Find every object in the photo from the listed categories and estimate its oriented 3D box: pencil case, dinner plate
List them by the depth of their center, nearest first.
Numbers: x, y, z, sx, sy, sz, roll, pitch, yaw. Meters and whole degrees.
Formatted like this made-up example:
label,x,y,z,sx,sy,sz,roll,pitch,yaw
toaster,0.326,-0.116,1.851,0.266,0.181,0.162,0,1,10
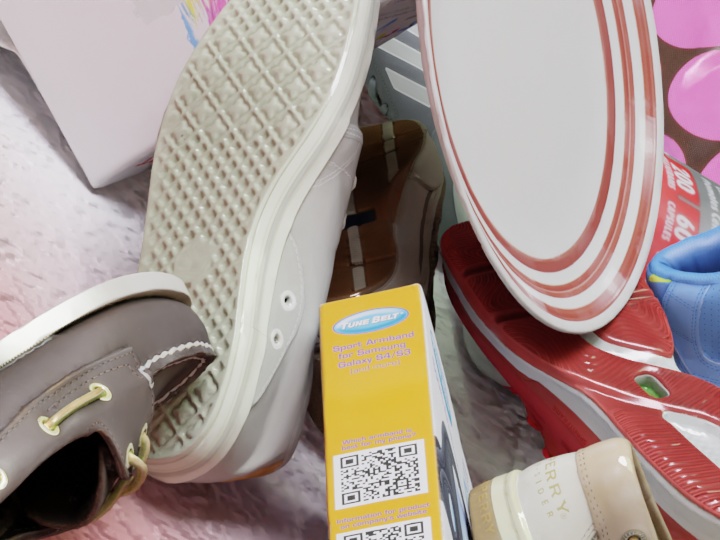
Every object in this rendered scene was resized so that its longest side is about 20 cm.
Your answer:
label,x,y,z,sx,sy,sz,roll,pitch,yaw
dinner plate,0.060,-0.077,1.052,0.200,0.024,0.202,27,59,-57
pencil case,0.153,-0.091,1.330,0.093,0.091,0.201,-6,54,-4

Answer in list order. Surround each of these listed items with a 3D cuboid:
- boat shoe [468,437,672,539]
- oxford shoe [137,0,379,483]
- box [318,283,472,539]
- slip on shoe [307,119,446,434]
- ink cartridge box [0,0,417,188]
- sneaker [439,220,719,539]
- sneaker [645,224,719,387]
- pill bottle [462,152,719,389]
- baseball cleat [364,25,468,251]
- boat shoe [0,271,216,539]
label,x,y,z,sx,sy,sz,roll,pitch,yaw
boat shoe,0.107,0.132,0.995,0.200,0.065,0.072,55,16,-34
oxford shoe,-0.033,-0.018,1.020,0.058,0.075,0.201,35,62,-47
box,0.019,0.096,0.948,0.200,0.041,0.120,-90,167,-57
slip on shoe,0.000,0.000,1.139,0.200,0.076,0.061,-93,169,-68
ink cartridge box,-0.049,-0.128,1.134,0.126,0.199,0.128,61,26,2
sneaker,0.081,0.073,1.094,0.078,0.116,0.200,-7,37,-28
sneaker,0.194,0.015,1.095,0.076,0.199,0.106,-77,153,-57
pill bottle,0.151,0.032,1.229,0.199,0.114,0.114,28,28,-26
baseball cleat,0.015,-0.091,1.302,0.070,0.106,0.201,45,39,-59
boat shoe,-0.100,0.053,0.889,0.060,0.072,0.200,47,30,12
